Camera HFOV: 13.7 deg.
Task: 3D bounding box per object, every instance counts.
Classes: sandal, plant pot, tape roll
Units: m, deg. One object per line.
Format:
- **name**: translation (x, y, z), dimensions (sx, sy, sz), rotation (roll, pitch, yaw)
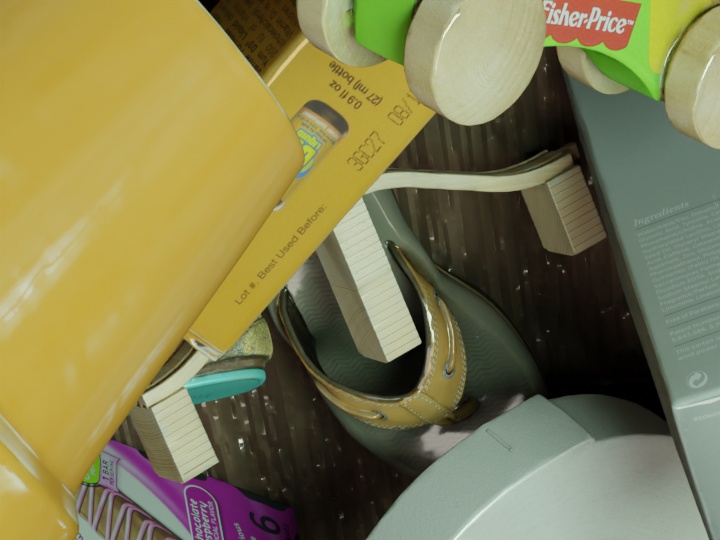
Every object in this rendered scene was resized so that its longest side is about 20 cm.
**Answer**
- **sandal**: translation (0.009, 0.019, 1.143), dimensions (0.081, 0.055, 0.200), rotation (-24, 125, 10)
- **plant pot**: translation (-0.123, -0.018, 0.922), dimensions (0.183, 0.200, 0.200), rotation (-42, 130, -8)
- **tape roll**: translation (0.068, 0.144, 1.167), dimensions (0.202, 0.037, 0.204), rotation (-21, 128, -30)

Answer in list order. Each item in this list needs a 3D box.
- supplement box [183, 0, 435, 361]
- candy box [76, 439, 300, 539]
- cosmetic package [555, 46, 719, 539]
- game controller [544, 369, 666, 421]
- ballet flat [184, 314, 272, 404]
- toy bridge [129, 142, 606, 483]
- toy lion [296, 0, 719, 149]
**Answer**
- **supplement box**: translation (-0.016, -0.070, 1.025), dimensions (0.066, 0.069, 0.200), rotation (36, 97, -35)
- **candy box**: translation (-0.113, 0.127, 1.171), dimensions (0.199, 0.137, 0.061), rotation (22, 123, -27)
- **cosmetic package**: translation (0.136, 0.002, 1.064), dimensions (0.090, 0.201, 0.107), rotation (-16, 135, 7)
- **game controller**: translation (0.106, 0.118, 1.266), dimensions (0.104, 0.042, 0.201), rotation (-7, 131, -4)
- **ballet flat**: translation (-0.129, 0.035, 1.109), dimensions (0.199, 0.071, 0.071), rotation (-15, 136, -25)
- **toy bridge**: translation (0.000, 0.000, 1.092), dimensions (0.199, 0.027, 0.068), rotation (-30, 108, -20)
- **toy lion**: translation (0.090, -0.140, 0.914), dimensions (0.199, 0.069, 0.193), rotation (1, 112, -47)
